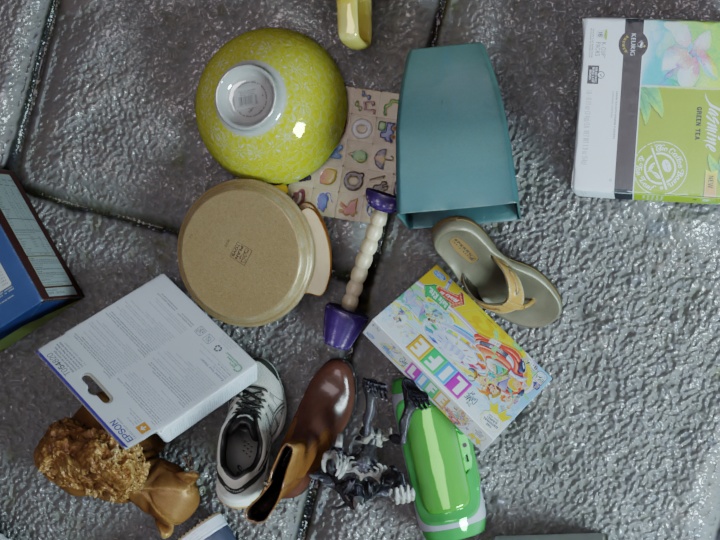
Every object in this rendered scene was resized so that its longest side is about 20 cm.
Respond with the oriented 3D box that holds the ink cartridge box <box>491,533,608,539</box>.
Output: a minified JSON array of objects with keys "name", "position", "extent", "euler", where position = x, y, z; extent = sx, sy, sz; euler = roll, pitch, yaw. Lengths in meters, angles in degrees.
[{"name":"ink cartridge box","position":[0.232,0.419,1.628],"extent":[0.145,0.084,0.201],"euler":[-3,89,11]}]

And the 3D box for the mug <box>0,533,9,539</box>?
[{"name":"mug","position":[-0.502,0.426,1.756],"extent":[0.175,0.148,0.200],"euler":[32,126,2]}]

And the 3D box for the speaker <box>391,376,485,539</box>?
[{"name":"speaker","position":[0.095,0.224,1.656],"extent":[0.088,0.088,0.201],"euler":[-13,87,11]}]

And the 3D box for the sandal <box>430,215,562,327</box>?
[{"name":"sandal","position":[0.160,0.012,1.622],"extent":[0.080,0.054,0.200],"euler":[-36,118,27]}]

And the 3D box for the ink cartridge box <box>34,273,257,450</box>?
[{"name":"ink cartridge box","position":[-0.261,0.117,1.664],"extent":[0.200,0.041,0.200],"euler":[-32,57,-28]}]

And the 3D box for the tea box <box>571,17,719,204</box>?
[{"name":"tea box","position":[0.350,-0.182,1.580],"extent":[0.196,0.134,0.201],"euler":[3,90,11]}]

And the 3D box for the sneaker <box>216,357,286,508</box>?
[{"name":"sneaker","position":[-0.132,0.187,1.664],"extent":[0.075,0.088,0.201],"euler":[5,58,1]}]

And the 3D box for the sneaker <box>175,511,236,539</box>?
[{"name":"sneaker","position":[-0.228,0.408,1.727],"extent":[0.200,0.070,0.109],"euler":[-38,81,6]}]

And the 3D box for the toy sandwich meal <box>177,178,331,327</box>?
[{"name":"toy sandwich meal","position":[-0.132,-0.025,1.713],"extent":[0.204,0.070,0.206],"euler":[2,95,17]}]

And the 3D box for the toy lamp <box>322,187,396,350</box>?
[{"name":"toy lamp","position":[0.000,0.000,1.685],"extent":[0.058,0.058,0.201],"euler":[18,97,11]}]

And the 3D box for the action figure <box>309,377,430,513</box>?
[{"name":"action figure","position":[0.009,0.224,1.604],"extent":[0.118,0.102,0.201],"euler":[15,115,-7]}]

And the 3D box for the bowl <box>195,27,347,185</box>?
[{"name":"bowl","position":[-0.125,-0.208,1.682],"extent":[0.199,0.108,0.201],"euler":[0,89,15]}]

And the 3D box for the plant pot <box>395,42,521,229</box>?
[{"name":"plant pot","position":[0.113,-0.162,1.627],"extent":[0.141,0.141,0.201],"euler":[-5,83,8]}]

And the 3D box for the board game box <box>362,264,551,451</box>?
[{"name":"board game box","position":[0.118,0.103,1.633],"extent":[0.200,0.134,0.034],"euler":[44,141,8]}]

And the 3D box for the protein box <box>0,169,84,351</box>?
[{"name":"protein box","position":[-0.506,0.001,1.748],"extent":[0.198,0.135,0.200],"euler":[-31,84,10]}]

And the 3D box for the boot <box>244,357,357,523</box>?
[{"name":"boot","position":[-0.074,0.197,1.629],"extent":[0.068,0.200,0.189],"euler":[32,96,9]}]

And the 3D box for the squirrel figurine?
[{"name":"squirrel figurine","position":[-0.293,0.250,1.674],"extent":[0.186,0.200,0.142],"euler":[32,91,18]}]

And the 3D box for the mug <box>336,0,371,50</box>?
[{"name":"mug","position":[-0.018,-0.379,1.643],"extent":[0.149,0.153,0.187],"euler":[30,96,9]}]

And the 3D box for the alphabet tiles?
[{"name":"alphabet tiles","position":[-0.019,-0.148,1.718],"extent":[0.199,0.006,0.167],"euler":[9,92,11]}]
